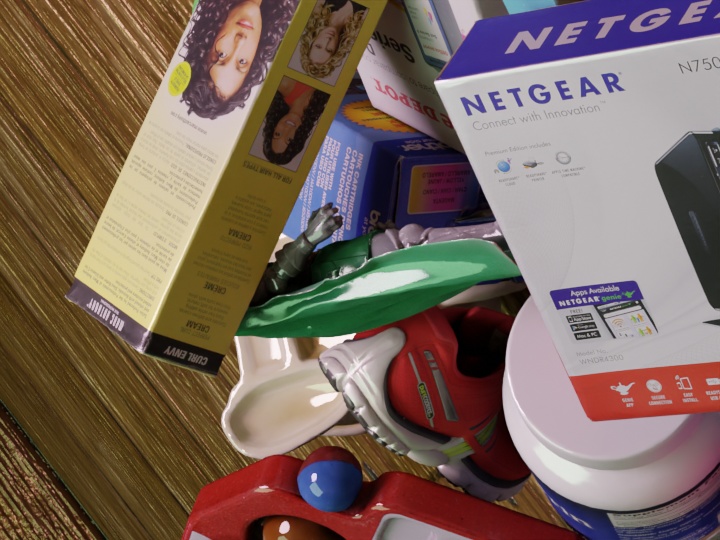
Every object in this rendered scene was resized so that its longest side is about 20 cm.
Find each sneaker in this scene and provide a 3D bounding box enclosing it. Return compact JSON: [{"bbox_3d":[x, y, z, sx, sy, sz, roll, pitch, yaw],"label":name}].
[{"bbox_3d":[0.060,0.061,1.315,0.077,0.085,0.200,56,-165,26],"label":"sneaker"}]

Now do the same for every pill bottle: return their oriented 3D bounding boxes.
[{"bbox_3d":[0.131,0.067,1.247,0.116,0.116,0.200,47,177,20],"label":"pill bottle"}]

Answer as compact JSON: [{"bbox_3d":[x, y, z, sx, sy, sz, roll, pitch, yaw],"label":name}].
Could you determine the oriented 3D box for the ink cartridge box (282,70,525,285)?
[{"bbox_3d":[0.033,-0.047,1.309,0.200,0.136,0.077,34,121,49],"label":"ink cartridge box"}]

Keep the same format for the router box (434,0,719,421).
[{"bbox_3d":[0.153,-0.029,1.033,0.199,0.049,0.180,-7,123,34],"label":"router box"}]

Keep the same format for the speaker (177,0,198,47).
[{"bbox_3d":[-0.055,-0.137,1.477,0.089,0.088,0.200,53,163,3],"label":"speaker"}]

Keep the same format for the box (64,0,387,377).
[{"bbox_3d":[-0.061,-0.059,1.173,0.050,0.201,0.075,19,-173,-41],"label":"box"}]

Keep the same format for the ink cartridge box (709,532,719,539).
[{"bbox_3d":[0.181,0.200,1.380,0.083,0.146,0.200,55,164,-23],"label":"ink cartridge box"}]

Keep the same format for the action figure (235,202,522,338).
[{"bbox_3d":[0.000,0.000,1.189,0.118,0.199,0.055,8,-111,-60],"label":"action figure"}]

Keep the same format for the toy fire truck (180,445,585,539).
[{"bbox_3d":[0.008,0.152,1.358,0.199,0.112,0.168,21,143,-2],"label":"toy fire truck"}]

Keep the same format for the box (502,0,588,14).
[{"bbox_3d":[0.080,-0.171,1.063,0.200,0.082,0.049,62,162,-21],"label":"box"}]

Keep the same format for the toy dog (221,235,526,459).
[{"bbox_3d":[0.013,0.017,1.453,0.140,0.193,0.200,68,-165,11],"label":"toy dog"}]

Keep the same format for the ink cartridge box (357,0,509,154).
[{"bbox_3d":[0.044,-0.153,1.184,0.145,0.087,0.200,33,155,48],"label":"ink cartridge box"}]
